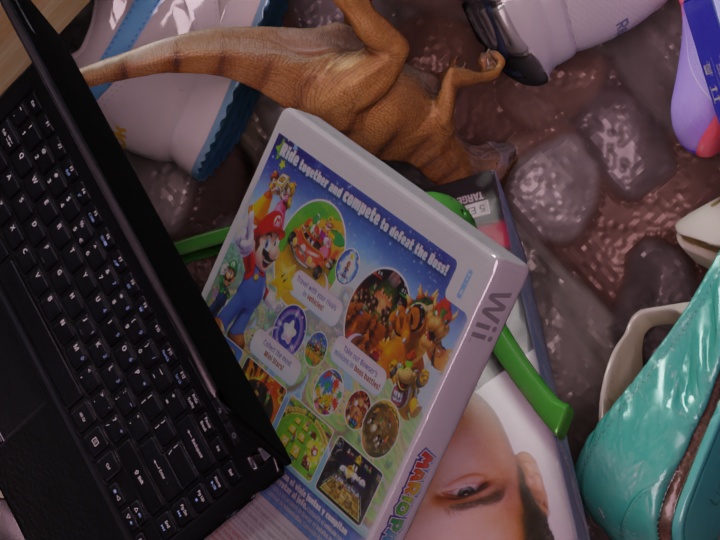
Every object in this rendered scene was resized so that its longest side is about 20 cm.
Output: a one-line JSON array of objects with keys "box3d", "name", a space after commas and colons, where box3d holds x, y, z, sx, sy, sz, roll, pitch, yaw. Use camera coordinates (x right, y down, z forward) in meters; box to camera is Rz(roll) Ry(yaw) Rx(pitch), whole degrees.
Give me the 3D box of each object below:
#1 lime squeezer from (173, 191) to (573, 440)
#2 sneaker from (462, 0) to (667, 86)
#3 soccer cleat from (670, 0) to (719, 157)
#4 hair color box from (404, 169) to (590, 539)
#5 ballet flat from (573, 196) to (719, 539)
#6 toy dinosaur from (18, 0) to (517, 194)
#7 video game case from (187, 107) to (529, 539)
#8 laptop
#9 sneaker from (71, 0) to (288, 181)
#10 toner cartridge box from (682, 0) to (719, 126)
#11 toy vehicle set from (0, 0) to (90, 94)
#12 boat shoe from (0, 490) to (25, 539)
[{"box3d": [0.000, 0.000, 0.998, 0.199, 0.038, 0.071, 17, 93, 27], "name": "lime squeezer"}, {"box3d": [0.058, -0.175, 1.045, 0.087, 0.075, 0.201, -22, 95, -7], "name": "sneaker"}, {"box3d": [0.154, -0.141, 1.031, 0.076, 0.067, 0.200, 26, 91, 11], "name": "soccer cleat"}, {"box3d": [0.025, 0.067, 0.994, 0.099, 0.061, 0.200, -15, 53, 6], "name": "hair color box"}, {"box3d": [0.138, 0.014, 1.028, 0.070, 0.067, 0.200, 23, 76, 34], "name": "ballet flat"}, {"box3d": [-0.009, -0.073, 0.999, 0.200, 0.060, 0.106, 19, 101, -28], "name": "toy dinosaur"}, {"box3d": [-0.026, 0.059, 0.946, 0.018, 0.143, 0.200, 16, 104, -37], "name": "video game case"}, {"box3d": [-0.111, 0.013, 0.922, 0.200, 0.103, 0.178, -40, 71, 36], "name": "laptop"}, {"box3d": [-0.057, -0.140, 1.045, 0.081, 0.077, 0.201, 22, 91, 6], "name": "sneaker"}, {"box3d": [0.192, -0.018, 0.977, 0.095, 0.043, 0.201, -18, 91, -6], "name": "toner cartridge box"}, {"box3d": [-0.104, -0.159, 1.030, 0.200, 0.124, 0.027, -46, 126, 4], "name": "toy vehicle set"}, {"box3d": [-0.095, 0.094, 1.061, 0.201, 0.074, 0.063, 10, 128, -4], "name": "boat shoe"}]
